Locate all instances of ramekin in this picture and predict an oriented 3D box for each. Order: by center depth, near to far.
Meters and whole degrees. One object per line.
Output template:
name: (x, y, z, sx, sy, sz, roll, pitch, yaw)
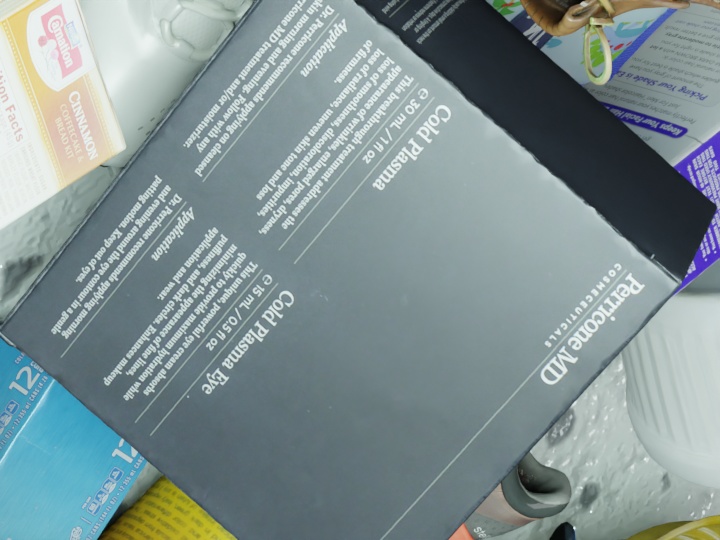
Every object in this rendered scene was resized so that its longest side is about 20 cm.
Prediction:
ramekin: (0.207, 0.005, 1.245, 0.202, 0.202, 0.095, -38, 118, -22)

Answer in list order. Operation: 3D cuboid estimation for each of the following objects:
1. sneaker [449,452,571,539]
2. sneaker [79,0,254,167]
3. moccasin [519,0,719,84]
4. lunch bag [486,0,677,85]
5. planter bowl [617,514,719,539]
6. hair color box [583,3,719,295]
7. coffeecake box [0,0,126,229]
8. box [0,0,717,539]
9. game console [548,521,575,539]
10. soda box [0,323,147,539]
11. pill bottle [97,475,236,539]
sneaker: (0.044, 0.028, 1.165, 0.077, 0.081, 0.201, -73, 148, -59)
sneaker: (-0.059, -0.130, 1.024, 0.074, 0.087, 0.201, 21, 95, -46)
moccasin: (0.079, -0.119, 0.998, 0.200, 0.074, 0.078, 6, 118, -43)
lunch bag: (0.064, -0.162, 1.100, 0.169, 0.127, 0.201, -7, 127, -37)
planter bowl: (0.129, 0.201, 1.346, 0.199, 0.083, 0.202, -18, 120, -35)
hair color box: (0.132, -0.051, 1.211, 0.200, 0.109, 0.065, -36, 123, -24)
coffeecake box: (-0.205, -0.042, 0.885, 0.200, 0.153, 0.073, -35, 129, -25)
box: (0.000, 0.000, 1.012, 0.200, 0.182, 0.104, -48, 179, 23)
game console: (0.017, 0.216, 1.224, 0.170, 0.118, 0.201, 11, 114, -35)
soda box: (-0.169, 0.124, 1.058, 0.068, 0.064, 0.201, 39, 82, -44)
pill bottle: (-0.067, 0.147, 1.126, 0.200, 0.111, 0.111, -44, 132, -18)
